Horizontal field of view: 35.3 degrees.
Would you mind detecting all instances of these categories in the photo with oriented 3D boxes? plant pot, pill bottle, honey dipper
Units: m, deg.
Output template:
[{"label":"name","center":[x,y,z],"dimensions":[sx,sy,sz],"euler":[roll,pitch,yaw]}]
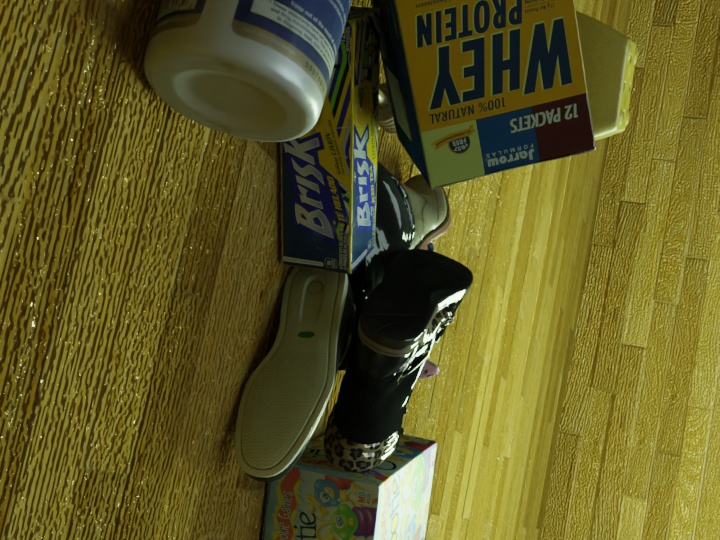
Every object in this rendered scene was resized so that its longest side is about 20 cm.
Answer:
[{"label":"plant pot","center":[0.260,-0.256,1.506],"dimensions":[0.194,0.197,0.199],"euler":[-20,117,-70]},{"label":"pill bottle","center":[-0.054,-0.193,0.698],"dimensions":[0.111,0.109,0.203],"euler":[57,45,-64]},{"label":"honey dipper","center":[0.004,-0.166,1.014],"dimensions":[0.200,0.037,0.039],"euler":[24,76,-70]}]

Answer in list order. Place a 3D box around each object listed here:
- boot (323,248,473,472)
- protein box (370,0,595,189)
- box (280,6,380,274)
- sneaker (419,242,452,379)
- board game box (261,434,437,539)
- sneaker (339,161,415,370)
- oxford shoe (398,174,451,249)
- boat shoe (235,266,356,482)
[{"label":"boot","center":[0.032,0.075,0.998],"dimensions":[0.200,0.072,0.153],"euler":[-48,158,-62]},{"label":"protein box","center":[0.086,-0.196,0.918],"dimensions":[0.200,0.133,0.202],"euler":[-109,-174,-72]},{"label":"box","center":[-0.024,-0.105,0.906],"dimensions":[0.070,0.063,0.203],"euler":[-47,141,-62]},{"label":"sneaker","center":[0.068,0.022,1.224],"dimensions":[0.070,0.081,0.203],"euler":[46,55,-68]},{"label":"board game box","center":[-0.006,0.217,1.049],"dimensions":[0.200,0.101,0.107],"euler":[-8,106,-72]},{"label":"sneaker","center":[0.000,0.000,1.025],"dimensions":[0.091,0.075,0.203],"euler":[-38,132,-56]},{"label":"oxford shoe","center":[0.048,-0.064,1.145],"dimensions":[0.201,0.069,0.076],"euler":[-65,144,-60]},{"label":"boat shoe","center":[-0.046,0.086,0.917],"dimensions":[0.068,0.071,0.202],"euler":[75,26,-50]}]
